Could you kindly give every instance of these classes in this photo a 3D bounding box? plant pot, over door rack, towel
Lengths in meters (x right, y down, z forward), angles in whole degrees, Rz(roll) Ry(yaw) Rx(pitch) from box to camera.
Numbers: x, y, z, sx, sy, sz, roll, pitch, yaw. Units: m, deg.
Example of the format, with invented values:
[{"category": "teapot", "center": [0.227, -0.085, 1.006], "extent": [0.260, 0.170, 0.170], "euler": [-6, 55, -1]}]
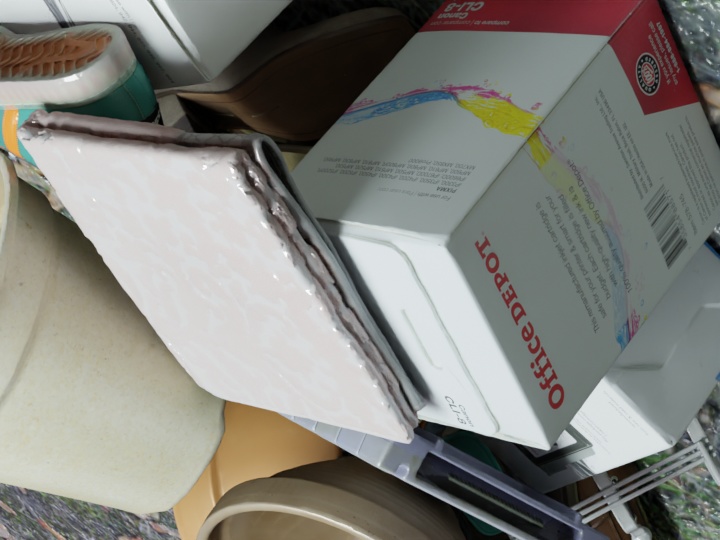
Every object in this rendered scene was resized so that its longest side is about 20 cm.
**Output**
[{"category": "plant pot", "center": [0.001, 0.186, 1.263], "extent": [0.200, 0.093, 0.202], "euler": [19, 141, 16]}, {"category": "over door rack", "center": [0.194, 0.202, 1.258], "extent": [0.201, 0.147, 0.067], "euler": [60, -170, -6]}, {"category": "plant pot", "center": [-0.180, 0.055, 1.177], "extent": [0.183, 0.202, 0.200], "euler": [24, 160, -28]}, {"category": "plant pot", "center": [-0.023, 0.151, 1.439], "extent": [0.139, 0.200, 0.201], "euler": [-14, 121, 38]}, {"category": "towel", "center": [-0.072, 0.000, 1.027], "extent": [0.190, 0.032, 0.201], "euler": [9, 140, 46]}]

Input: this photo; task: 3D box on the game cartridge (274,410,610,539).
[{"category": "game cartridge", "center": [0.043, 0.114, 1.150], "extent": [0.200, 0.039, 0.129], "euler": [31, 179, -40]}]

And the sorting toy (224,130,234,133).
[{"category": "sorting toy", "center": [-0.107, -0.043, 1.382], "extent": [0.199, 0.070, 0.199], "euler": [24, 147, 29]}]

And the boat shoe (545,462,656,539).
[{"category": "boat shoe", "center": [0.148, 0.142, 1.331], "extent": [0.072, 0.068, 0.201], "euler": [15, 132, 55]}]

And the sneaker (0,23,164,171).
[{"category": "sneaker", "center": [-0.188, -0.089, 1.109], "extent": [0.199, 0.071, 0.080], "euler": [6, 134, 45]}]

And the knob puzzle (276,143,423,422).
[{"category": "knob puzzle", "center": [0.000, 0.000, 1.208], "extent": [0.219, 0.030, 0.221], "euler": [21, 132, 25]}]

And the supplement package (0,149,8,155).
[{"category": "supplement package", "center": [-0.246, -0.150, 1.264], "extent": [0.114, 0.200, 0.110], "euler": [38, 151, 6]}]

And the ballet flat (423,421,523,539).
[{"category": "ballet flat", "center": [0.094, 0.168, 1.314], "extent": [0.073, 0.073, 0.201], "euler": [2, 128, 49]}]

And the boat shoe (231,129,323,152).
[{"category": "boat shoe", "center": [-0.004, -0.073, 1.210], "extent": [0.199, 0.072, 0.068], "euler": [19, 143, 30]}]

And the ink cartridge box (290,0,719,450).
[{"category": "ink cartridge box", "center": [0.074, -0.033, 1.036], "extent": [0.144, 0.200, 0.146], "euler": [9, 138, 44]}]

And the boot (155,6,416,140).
[{"category": "boot", "center": [-0.075, -0.132, 1.192], "extent": [0.070, 0.199, 0.147], "euler": [56, -175, -44]}]

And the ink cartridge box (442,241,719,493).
[{"category": "ink cartridge box", "center": [0.141, 0.063, 1.176], "extent": [0.068, 0.116, 0.200], "euler": [44, 153, -7]}]

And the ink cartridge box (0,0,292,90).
[{"category": "ink cartridge box", "center": [-0.121, -0.175, 1.134], "extent": [0.199, 0.146, 0.084], "euler": [1, 133, 51]}]

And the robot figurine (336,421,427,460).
[{"category": "robot figurine", "center": [0.041, 0.118, 1.353], "extent": [0.058, 0.145, 0.201], "euler": [-8, 124, 30]}]
